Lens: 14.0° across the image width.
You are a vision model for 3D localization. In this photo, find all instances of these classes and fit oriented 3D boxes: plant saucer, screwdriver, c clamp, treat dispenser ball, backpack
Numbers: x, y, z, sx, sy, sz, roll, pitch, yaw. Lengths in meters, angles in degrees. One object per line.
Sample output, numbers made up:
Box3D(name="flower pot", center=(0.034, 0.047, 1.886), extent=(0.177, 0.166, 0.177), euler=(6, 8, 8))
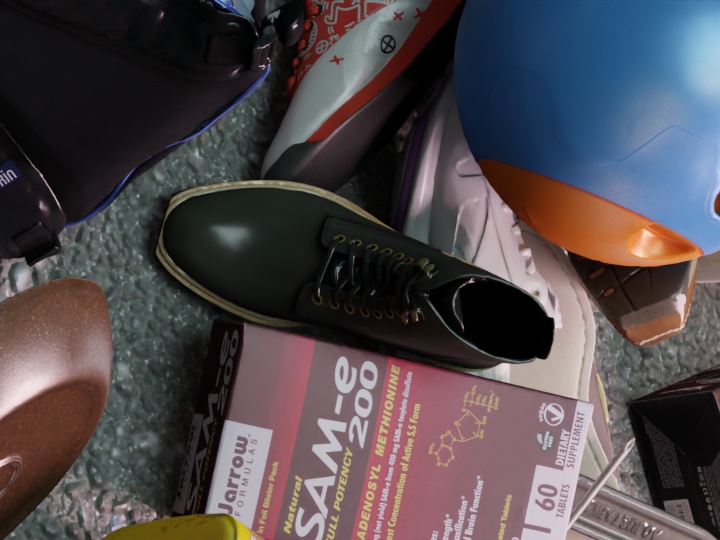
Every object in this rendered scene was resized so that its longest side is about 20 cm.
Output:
Box3D(name="plant saucer", center=(-0.179, 0.088, 1.323), extent=(0.037, 0.201, 0.200), euler=(45, 49, 15))
Box3D(name="screwdriver", center=(0.084, 0.168, 1.585), extent=(0.201, 0.029, 0.028), euler=(-57, 151, 0))
Box3D(name="c clamp", center=(0.119, 0.199, 1.624), extent=(0.199, 0.027, 0.171), euler=(31, 105, -21))
Box3D(name="treat dispenser ball", center=(0.148, -0.104, 1.526), extent=(0.200, 0.200, 0.202), euler=(8, 77, -40))
Box3D(name="backpack", center=(-0.156, -0.134, 1.384), extent=(0.190, 0.200, 0.155), euler=(33, 29, -34))

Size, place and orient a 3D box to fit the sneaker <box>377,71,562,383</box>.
Box3D(name="sneaker", center=(0.063, -0.009, 1.606), extent=(0.099, 0.075, 0.202), euler=(5, 85, -3))

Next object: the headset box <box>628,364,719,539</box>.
Box3D(name="headset box", center=(0.271, 0.120, 1.781), extent=(0.199, 0.077, 0.150), euler=(-18, 94, -40))

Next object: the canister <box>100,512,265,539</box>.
Box3D(name="canister", center=(-0.039, 0.206, 1.451), extent=(0.200, 0.148, 0.087), euler=(39, 60, -28))

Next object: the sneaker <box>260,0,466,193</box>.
Box3D(name="sneaker", center=(-0.010, -0.134, 1.592), extent=(0.202, 0.108, 0.067), euler=(-49, 160, -3))

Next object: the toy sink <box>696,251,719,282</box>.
Box3D(name="toy sink", center=(0.266, -0.069, 1.765), extent=(0.199, 0.130, 0.113), euler=(-17, 101, -40))

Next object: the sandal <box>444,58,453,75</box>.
Box3D(name="sandal", center=(0.070, -0.140, 1.669), extent=(0.207, 0.059, 0.079), euler=(54, 33, 4))

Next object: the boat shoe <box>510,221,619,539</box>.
Box3D(name="boat shoe", center=(0.105, 0.072, 1.657), extent=(0.071, 0.060, 0.201), euler=(-15, 89, -1))

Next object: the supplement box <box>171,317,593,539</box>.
Box3D(name="supplement box", center=(0.012, 0.099, 1.519), extent=(0.199, 0.061, 0.110), euler=(13, 86, -18))

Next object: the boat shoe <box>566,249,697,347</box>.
Box3D(name="boat shoe", center=(0.154, -0.021, 1.657), extent=(0.201, 0.075, 0.074), euler=(-99, 168, -54))

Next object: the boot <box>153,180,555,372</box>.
Box3D(name="boot", center=(0.000, 0.000, 1.484), extent=(0.199, 0.138, 0.078), euler=(13, 89, -9))
